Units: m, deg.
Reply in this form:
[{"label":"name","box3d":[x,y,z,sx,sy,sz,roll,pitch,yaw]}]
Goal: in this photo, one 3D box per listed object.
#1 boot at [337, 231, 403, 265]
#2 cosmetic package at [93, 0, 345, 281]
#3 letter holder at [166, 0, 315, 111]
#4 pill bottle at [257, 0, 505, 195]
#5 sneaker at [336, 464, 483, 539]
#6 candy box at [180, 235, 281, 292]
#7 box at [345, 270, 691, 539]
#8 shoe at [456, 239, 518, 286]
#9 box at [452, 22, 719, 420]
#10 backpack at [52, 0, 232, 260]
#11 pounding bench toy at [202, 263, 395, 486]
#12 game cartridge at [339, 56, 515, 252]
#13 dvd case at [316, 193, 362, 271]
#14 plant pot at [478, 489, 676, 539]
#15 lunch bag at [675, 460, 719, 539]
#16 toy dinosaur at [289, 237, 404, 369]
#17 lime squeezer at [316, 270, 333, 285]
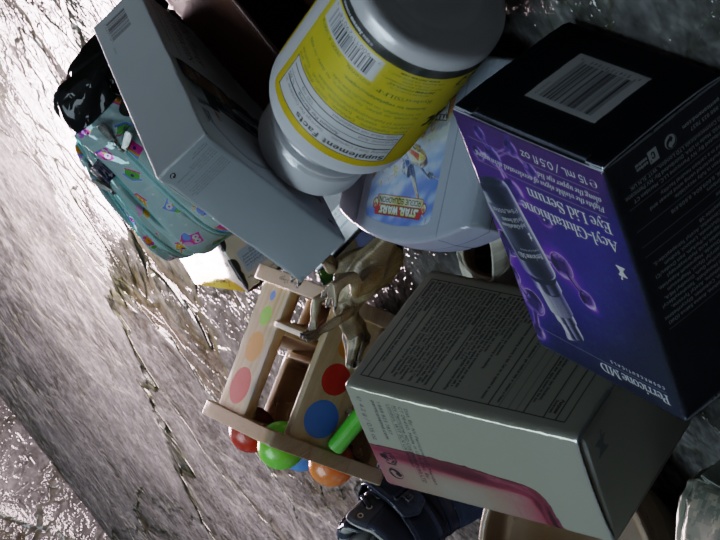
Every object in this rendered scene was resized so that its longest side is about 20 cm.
[{"label":"boot","box3d":[-0.015,-0.083,1.797,0.096,0.075,0.201,13,131,22]},{"label":"cosmetic package","box3d":[-0.102,-0.099,1.603,0.151,0.052,0.200,39,-165,-40]},{"label":"letter holder","box3d":[-0.078,-0.232,1.605,0.200,0.100,0.142,49,158,13]},{"label":"pill bottle","box3d":[0.005,-0.133,1.484,0.111,0.111,0.200,51,142,6]},{"label":"sneaker","box3d":[0.015,0.166,1.996,0.202,0.146,0.077,48,162,20]},{"label":"candy box","box3d":[-0.158,-0.080,2.101,0.201,0.061,0.136,59,159,-16]},{"label":"box","box3d":[0.113,0.093,1.590,0.199,0.128,0.109,12,139,36]},{"label":"shoe","box3d":[0.088,-0.032,1.626,0.070,0.053,0.200,45,159,22]},{"label":"box","box3d":[0.164,-0.031,1.379,0.148,0.104,0.201,27,147,51]},{"label":"backpack","box3d":[-0.164,-0.110,1.898,0.126,0.167,0.200,-27,114,31]},{"label":"pounding bench toy","box3d":[-0.019,0.102,1.883,0.124,0.157,0.200,23,178,-32]},{"label":"game cartridge","box3d":[0.048,-0.081,1.545,0.041,0.134,0.200,17,177,-28]},{"label":"dvd case","box3d":[-0.050,-0.120,1.726,0.200,0.025,0.150,50,128,6]},{"label":"plant pot","box3d":[0.188,0.228,1.725,0.200,0.092,0.202,12,106,50]},{"label":"lunch bag","box3d":[0.296,0.232,1.508,0.164,0.117,0.201,12,130,62]},{"label":"toy dinosaur","box3d":[0.000,0.000,1.735,0.058,0.101,0.201,52,136,25]},{"label":"lime squeezer","box3d":[-0.074,-0.033,1.959,0.199,0.071,0.038,25,147,39]}]
